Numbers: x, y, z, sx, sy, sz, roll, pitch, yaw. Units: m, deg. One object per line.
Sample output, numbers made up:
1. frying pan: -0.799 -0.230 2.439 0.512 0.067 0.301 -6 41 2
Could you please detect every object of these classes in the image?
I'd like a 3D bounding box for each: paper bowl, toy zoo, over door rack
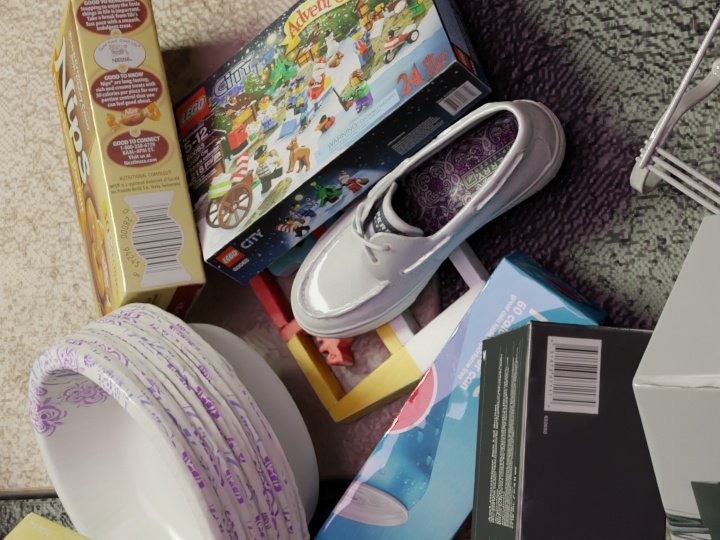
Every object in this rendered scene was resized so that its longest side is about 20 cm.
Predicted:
1. paper bowl: -0.102 0.114 1.092 0.200 0.104 0.202 36 140 36
2. toy zoo: 0.000 0.000 1.128 0.131 0.020 0.201 -40 68 18
3. over door rack: 0.245 -0.096 0.972 0.147 0.066 0.201 36 122 27

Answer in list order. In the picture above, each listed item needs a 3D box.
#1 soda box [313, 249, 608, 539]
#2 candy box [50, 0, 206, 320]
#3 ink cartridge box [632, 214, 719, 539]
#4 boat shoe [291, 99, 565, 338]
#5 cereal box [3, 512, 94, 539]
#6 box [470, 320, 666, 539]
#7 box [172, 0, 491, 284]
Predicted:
1. soda box: 0.058 0.090 1.054 0.068 0.064 0.201 35 101 8
2. candy box: -0.150 -0.066 1.160 0.055 0.115 0.202 -7 74 -18
3. ink cartridge box: 0.205 0.089 0.885 0.082 0.147 0.201 -1 123 28
4. boat shoe: 0.030 -0.029 1.065 0.199 0.068 0.072 -32 71 21
5. cereal box: -0.135 0.248 1.097 0.143 0.040 0.201 17 133 29
6. box: 0.102 0.132 0.923 0.078 0.141 0.202 4 85 -7
7. box: -0.024 -0.103 1.113 0.199 0.038 0.137 -37 46 21
